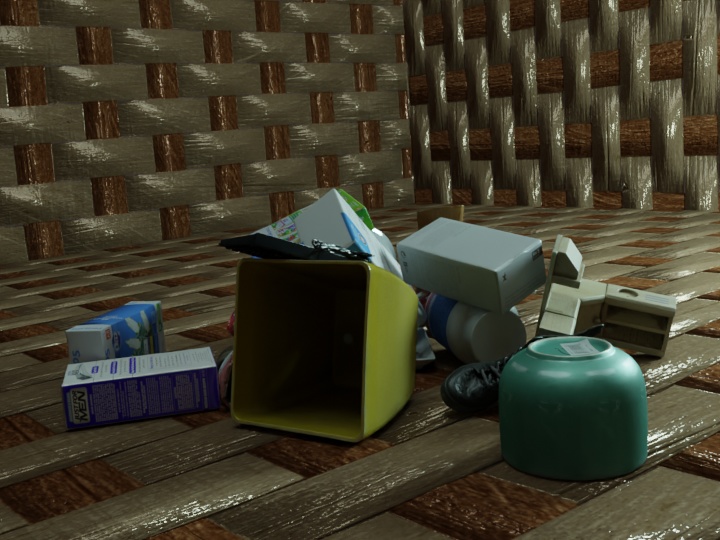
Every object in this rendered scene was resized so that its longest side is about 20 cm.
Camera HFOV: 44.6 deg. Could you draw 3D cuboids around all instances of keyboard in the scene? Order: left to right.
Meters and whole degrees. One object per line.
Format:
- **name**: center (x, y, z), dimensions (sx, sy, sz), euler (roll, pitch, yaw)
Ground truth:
- **keyboard**: center (-0.065, -0.017, 1.081), dimensions (0.126, 0.021, 0.199), euler (-7, -14, 40)

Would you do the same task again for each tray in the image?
- **tray**: center (0.055, 0.123, 1.353), dimensions (0.106, 0.023, 0.200), euler (-5, 9, 0)

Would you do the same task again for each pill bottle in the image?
- **pill bottle**: center (0.169, 0.079, 1.287), dimensions (0.110, 0.114, 0.200), euler (-5, 9, -9)

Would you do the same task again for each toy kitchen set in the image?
- **toy kitchen set**: center (0.336, 0.052, 1.187), dimensions (0.178, 0.165, 0.200), euler (12, 24, 15)

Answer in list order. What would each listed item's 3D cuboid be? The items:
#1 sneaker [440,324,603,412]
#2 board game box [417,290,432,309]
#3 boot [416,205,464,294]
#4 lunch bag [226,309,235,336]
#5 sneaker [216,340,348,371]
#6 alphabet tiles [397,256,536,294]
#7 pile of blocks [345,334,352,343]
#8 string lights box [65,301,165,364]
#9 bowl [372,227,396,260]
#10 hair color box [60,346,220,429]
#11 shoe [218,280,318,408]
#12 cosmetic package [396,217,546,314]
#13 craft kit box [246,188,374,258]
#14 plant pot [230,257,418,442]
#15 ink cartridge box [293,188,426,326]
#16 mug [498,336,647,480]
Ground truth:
- **sneaker**: center (0.200, 0.116, 1.066), dimensions (0.197, 0.061, 0.105), euler (-5, -32, -22)
- **board game box**: center (0.081, 0.064, 1.477), dimensions (0.102, 0.020, 0.200), euler (-30, 0, -2)
- **boot**: center (0.180, -0.014, 1.571), dimensions (0.068, 0.203, 0.187), euler (1, 2, -44)
- **lunch bag**: center (-0.127, 0.068, 1.398), dimensions (0.199, 0.082, 0.177), euler (-4, 43, 56)
- **sneaker**: center (-0.111, 0.117, 1.278), dimensions (0.197, 0.071, 0.076), euler (-5, 21, 0)
- **alphabet tiles**: center (0.178, 0.009, 1.398), dimensions (0.165, 0.008, 0.199), euler (10, 6, -33)
- **pile of blocks**: center (-0.034, 0.111, 1.392), dimensions (0.062, 0.083, 0.200), euler (31, 17, -4)
- **string lights box**: center (-0.363, 0.116, 1.318), dimensions (0.058, 0.104, 0.200), euler (-2, 10, 12)
- **bowl**: center (-0.013, 0.027, 1.521), dimensions (0.198, 0.204, 0.090), euler (-7, 27, -19)
- **hair color box**: center (-0.293, 0.155, 1.177), dimensions (0.197, 0.066, 0.109), euler (-4, 9, -14)
- **shoe**: center (-0.121, 0.094, 1.174), dimensions (0.071, 0.201, 0.091), euler (36, 4, -15)
- **cosmetic package**: center (0.155, -0.010, 1.245), dimensions (0.101, 0.075, 0.199), euler (-31, 31, -29)
- **craft kit box**: center (-0.091, -0.062, 1.453), dimensions (0.196, 0.049, 0.200), euler (-29, 18, -4)
- **plant pot**: center (-0.029, 0.091, 1.101), dimensions (0.198, 0.203, 0.176), euler (2, -1, 33)
- **ink cartridge box**: center (0.000, 0.000, 1.306), dimensions (0.084, 0.200, 0.145), euler (-36, 37, 10)
- **mug**: center (0.208, 0.133, 0.922), dimensions (0.183, 0.116, 0.151), euler (5, 13, 43)
